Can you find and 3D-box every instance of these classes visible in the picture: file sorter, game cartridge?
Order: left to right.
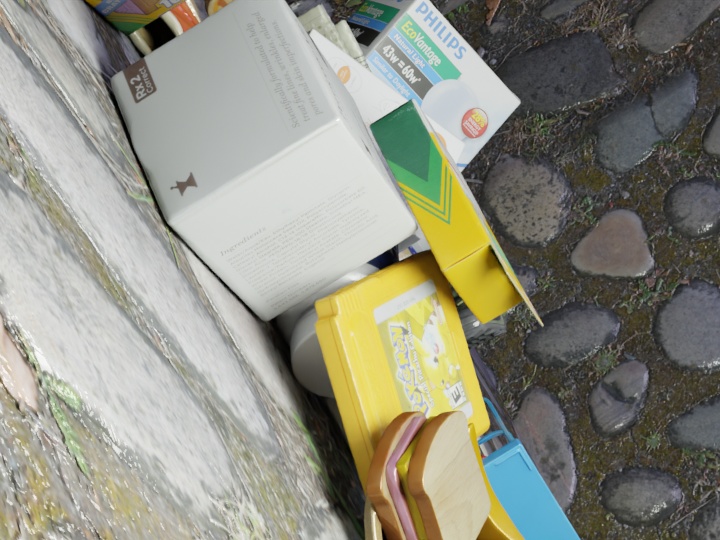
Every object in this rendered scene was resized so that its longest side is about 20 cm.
[{"bbox_3d":[0.039,0.087,1.476,0.200,0.032,0.178,-26,101,-60],"label":"game cartridge"},{"bbox_3d":[0.129,0.249,1.700,0.201,0.138,0.123,57,3,-27],"label":"file sorter"}]

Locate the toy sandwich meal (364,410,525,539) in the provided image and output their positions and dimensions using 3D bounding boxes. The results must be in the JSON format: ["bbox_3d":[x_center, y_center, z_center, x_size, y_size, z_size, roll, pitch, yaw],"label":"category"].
[{"bbox_3d":[0.073,0.208,1.388,0.205,0.070,0.207,31,51,-48],"label":"toy sandwich meal"}]

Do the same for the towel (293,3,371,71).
[{"bbox_3d":[-0.063,-0.173,1.877,0.201,0.192,0.035,60,30,-9],"label":"towel"}]

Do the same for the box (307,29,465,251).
[{"bbox_3d":[-0.015,-0.122,1.702,0.199,0.125,0.097,35,-29,-17],"label":"box"}]

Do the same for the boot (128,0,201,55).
[{"bbox_3d":[-0.171,-0.201,1.698,0.201,0.075,0.107,54,14,-14],"label":"boot"}]

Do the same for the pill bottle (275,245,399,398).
[{"bbox_3d":[-0.021,0.016,1.575,0.120,0.119,0.201,55,20,-38],"label":"pill bottle"}]

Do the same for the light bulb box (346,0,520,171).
[{"bbox_3d":[0.046,-0.201,2.032,0.198,0.200,0.125,43,-5,-28],"label":"light bulb box"}]

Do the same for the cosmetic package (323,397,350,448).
[{"bbox_3d":[0.026,0.105,1.660,0.085,0.107,0.200,61,4,-15],"label":"cosmetic package"}]

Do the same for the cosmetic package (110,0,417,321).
[{"bbox_3d":[-0.079,-0.096,1.443,0.166,0.164,0.200,63,7,32],"label":"cosmetic package"}]

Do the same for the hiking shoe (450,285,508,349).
[{"bbox_3d":[0.104,0.028,1.771,0.200,0.075,0.101,-35,101,-83],"label":"hiking shoe"}]

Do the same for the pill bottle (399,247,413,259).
[{"bbox_3d":[0.000,0.000,1.813,0.201,0.119,0.120,60,6,-2],"label":"pill bottle"}]

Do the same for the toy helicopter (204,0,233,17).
[{"bbox_3d":[-0.111,-0.219,1.792,0.079,0.131,0.201,-114,-174,-47],"label":"toy helicopter"}]

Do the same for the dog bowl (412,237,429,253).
[{"bbox_3d":[-0.013,-0.067,2.015,0.200,0.079,0.200,42,-3,3],"label":"dog bowl"}]

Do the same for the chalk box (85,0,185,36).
[{"bbox_3d":[-0.221,-0.319,1.538,0.125,0.123,0.200,63,7,16],"label":"chalk box"}]

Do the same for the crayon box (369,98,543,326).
[{"bbox_3d":[0.084,-0.040,1.518,0.201,0.051,0.126,64,7,31],"label":"crayon box"}]

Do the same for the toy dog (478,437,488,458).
[{"bbox_3d":[0.088,0.196,1.849,0.096,0.131,0.201,-14,-75,56],"label":"toy dog"}]
